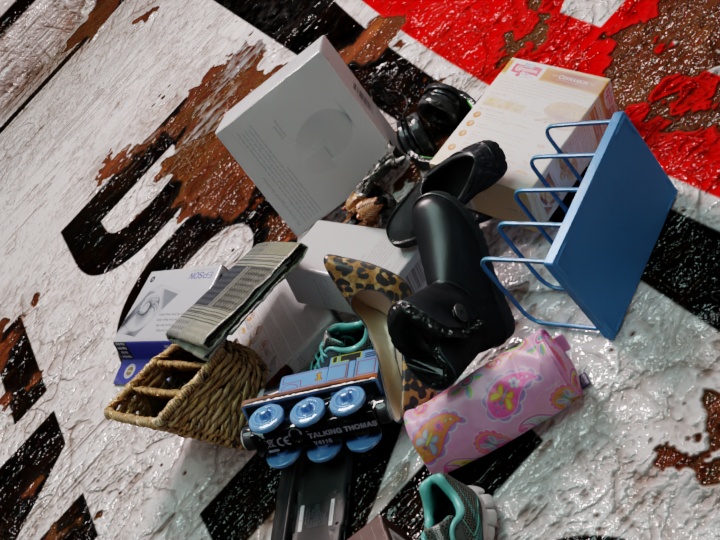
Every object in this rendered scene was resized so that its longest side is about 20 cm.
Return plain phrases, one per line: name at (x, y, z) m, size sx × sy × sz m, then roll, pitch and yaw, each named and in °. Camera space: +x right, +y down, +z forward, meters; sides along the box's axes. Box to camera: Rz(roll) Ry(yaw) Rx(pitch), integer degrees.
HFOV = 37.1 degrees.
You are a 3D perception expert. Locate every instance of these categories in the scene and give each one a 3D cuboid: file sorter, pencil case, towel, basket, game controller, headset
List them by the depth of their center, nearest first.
pencil case at (0.144, 0.143, 1.160) m, size 0.198 × 0.087 × 0.088 m, roll -35°, pitch 37°, yaw 16°
file sorter at (0.241, -0.052, 1.199) m, size 0.122 × 0.139 × 0.202 m, roll 5°, pitch 59°, yaw 49°
game controller at (-0.058, 0.296, 1.266) m, size 0.102 × 0.042 × 0.203 m, roll -11°, pitch 47°, yaw 20°
towel at (-0.164, 0.036, 1.420) m, size 0.193 × 0.035 × 0.199 m, roll -45°, pitch 17°, yaw -16°
basket at (-0.233, 0.149, 1.431) m, size 0.199 × 0.147 × 0.146 m, roll -4°, pitch 71°, yaw 58°
headset at (0.092, -0.226, 1.560) m, size 0.124 × 0.094 × 0.199 m, roll -49°, pitch 47°, yaw -5°

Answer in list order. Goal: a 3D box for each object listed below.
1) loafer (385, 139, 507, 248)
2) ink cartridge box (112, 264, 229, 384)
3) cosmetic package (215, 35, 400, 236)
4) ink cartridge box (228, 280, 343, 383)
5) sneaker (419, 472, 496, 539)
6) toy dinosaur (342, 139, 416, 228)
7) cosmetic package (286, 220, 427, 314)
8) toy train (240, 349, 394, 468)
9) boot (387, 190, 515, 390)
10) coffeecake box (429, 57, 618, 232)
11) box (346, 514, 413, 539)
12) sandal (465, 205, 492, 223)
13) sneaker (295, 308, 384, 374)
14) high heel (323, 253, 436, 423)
loafer at (0.091, -0.090, 1.289) m, size 0.200 × 0.070 × 0.069 m, roll -39°, pitch 71°, yaw 40°
ink cartridge box at (-0.312, 0.087, 1.719) m, size 0.197 × 0.041 × 0.203 m, roll -6°, pitch 52°, yaw 43°
cosmetic package at (-0.074, -0.200, 1.595) m, size 0.198 × 0.200 × 0.123 m, roll -34°, pitch 17°, yaw 14°
ink cartridge box at (-0.118, 0.085, 1.520) m, size 0.173 × 0.043 × 0.201 m, roll -44°, pitch 36°, yaw 7°
sneaker at (0.093, 0.286, 1.051) m, size 0.077 × 0.091 × 0.202 m, roll -33°, pitch 38°, yaw 19°
toy dinosaur at (0.026, -0.091, 1.481) m, size 0.135 × 0.103 × 0.200 m, roll -38°, pitch 25°, yaw 3°
cosmetic package at (0.000, 0.000, 1.418) m, size 0.198 × 0.075 × 0.102 m, roll 10°, pitch 48°, yaw 42°
toy train at (-0.049, 0.168, 1.296) m, size 0.196 × 0.088 × 0.115 m, roll -14°, pitch 31°, yaw 16°
boot at (0.084, 0.017, 1.183) m, size 0.076 × 0.203 × 0.167 m, roll -27°, pitch -3°, yaw 36°
coffeecake box at (0.208, -0.163, 1.348) m, size 0.152 × 0.074 × 0.201 m, roll 22°, pitch 64°, yaw 38°
box at (-0.022, 0.363, 1.127) m, size 0.199 × 0.075 × 0.101 m, roll -41°, pitch 36°, yaw 10°
sandal at (0.173, -0.105, 1.406) m, size 0.075 × 0.048 × 0.200 m, roll 20°, pitch 57°, yaw 43°
sneaker at (-0.028, 0.107, 1.363) m, size 0.198 × 0.091 × 0.078 m, roll -30°, pitch 37°, yaw 21°
high heel at (0.016, 0.077, 1.247) m, size 0.071 × 0.199 × 0.143 m, roll -45°, pitch 10°, yaw 50°
